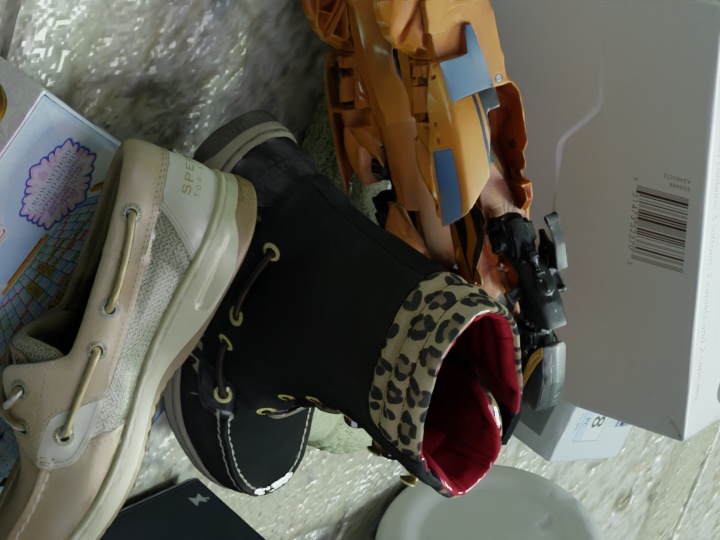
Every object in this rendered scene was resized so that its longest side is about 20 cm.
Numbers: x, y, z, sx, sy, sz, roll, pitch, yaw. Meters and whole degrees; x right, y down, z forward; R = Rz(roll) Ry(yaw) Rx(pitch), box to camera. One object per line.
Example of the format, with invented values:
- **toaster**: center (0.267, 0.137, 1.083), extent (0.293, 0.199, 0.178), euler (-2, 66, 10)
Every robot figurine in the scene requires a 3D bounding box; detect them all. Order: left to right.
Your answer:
- **robot figurine**: center (0.031, -0.031, 1.081), extent (0.058, 0.145, 0.202), euler (-16, 103, -23)

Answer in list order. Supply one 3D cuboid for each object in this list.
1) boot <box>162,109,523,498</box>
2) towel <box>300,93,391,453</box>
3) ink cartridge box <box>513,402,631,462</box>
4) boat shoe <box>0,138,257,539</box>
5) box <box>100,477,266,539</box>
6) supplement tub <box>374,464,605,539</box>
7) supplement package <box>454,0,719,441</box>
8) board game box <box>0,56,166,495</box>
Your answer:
- **boot**: center (-0.008, 0.046, 1.053), extent (0.073, 0.150, 0.201), euler (-30, 140, -36)
- **towel**: center (0.000, 0.000, 1.208), extent (0.148, 0.036, 0.201), euler (7, 114, -54)
- **ink cartridge box**: center (0.182, 0.031, 1.467), extent (0.199, 0.047, 0.161), euler (3, 118, -52)
- **boat shoe**: center (-0.112, 0.041, 0.998), extent (0.065, 0.072, 0.201), euler (23, 108, -22)
- **box**: center (-0.067, 0.236, 1.188), extent (0.104, 0.200, 0.183), euler (-21, 135, -40)
- **supplement tub**: center (0.065, 0.220, 1.415), extent (0.131, 0.132, 0.201), euler (-30, 140, -34)
- **supplement package**: center (0.119, -0.050, 1.154), extent (0.111, 0.155, 0.202), euler (-25, 124, -48)
- **board game box**: center (-0.147, 0.033, 1.037), extent (0.201, 0.041, 0.199), euler (-55, 149, -1)
